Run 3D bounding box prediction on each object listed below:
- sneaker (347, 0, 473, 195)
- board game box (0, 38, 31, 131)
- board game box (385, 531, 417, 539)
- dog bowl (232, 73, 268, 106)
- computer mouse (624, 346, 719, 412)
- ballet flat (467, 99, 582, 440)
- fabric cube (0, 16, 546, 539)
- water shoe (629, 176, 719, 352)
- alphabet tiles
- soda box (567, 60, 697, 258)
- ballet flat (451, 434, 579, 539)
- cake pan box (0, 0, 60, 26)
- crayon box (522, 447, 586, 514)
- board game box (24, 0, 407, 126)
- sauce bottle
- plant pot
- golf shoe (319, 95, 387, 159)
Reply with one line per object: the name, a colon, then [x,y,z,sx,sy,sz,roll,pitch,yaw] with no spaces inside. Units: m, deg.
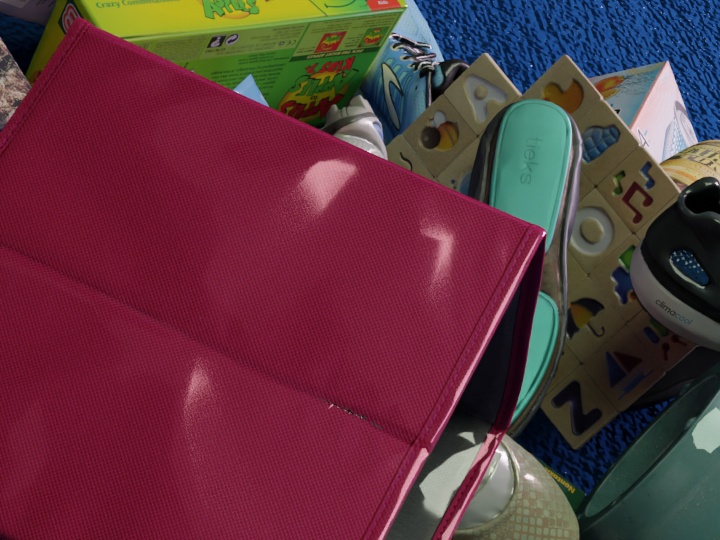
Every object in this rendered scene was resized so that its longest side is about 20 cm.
sneaker: [0.045,-0.101,1.189,0.078,0.090,0.200,0,53,-30]
board game box: [-0.276,-0.105,1.000,0.159,0.097,0.200,-17,63,-39]
board game box: [-0.088,0.146,0.871,0.199,0.029,0.135,20,64,8]
dog bowl: [-0.101,-0.022,1.027,0.050,0.111,0.200,47,43,-6]
computer mouse: [0.186,0.010,1.182,0.200,0.046,0.140,-19,32,-20]
ballet flat: [0.073,0.010,1.038,0.073,0.073,0.201,20,68,-14]
fabric cube: [-0.063,0.061,0.790,0.199,0.196,0.200,25,66,12]
water shoe: [0.234,0.014,1.008,0.199,0.079,0.072,14,44,-15]
alphabet tiles: [0.091,-0.012,1.095,0.200,0.166,0.006,53,20,19]
soda box: [0.138,-0.044,1.188,0.069,0.063,0.200,66,34,-24]
ballet flat: [0.015,0.075,0.947,0.200,0.062,0.068,38,87,12]
cake pan box: [-0.105,-0.201,1.080,0.052,0.200,0.184,54,21,24]
crayon box: [-0.012,0.118,0.987,0.200,0.058,0.173,35,44,2]
board game box: [-0.081,-0.119,1.123,0.200,0.102,0.048,-12,60,-37]
sauce bottle: [0.196,-0.041,1.161,0.066,0.066,0.200,43,29,9]
plant pot: [0.187,0.128,0.982,0.134,0.200,0.200,43,44,1]
golf shoe: [0.000,0.000,1.025,0.078,0.200,0.097,-24,66,2]
